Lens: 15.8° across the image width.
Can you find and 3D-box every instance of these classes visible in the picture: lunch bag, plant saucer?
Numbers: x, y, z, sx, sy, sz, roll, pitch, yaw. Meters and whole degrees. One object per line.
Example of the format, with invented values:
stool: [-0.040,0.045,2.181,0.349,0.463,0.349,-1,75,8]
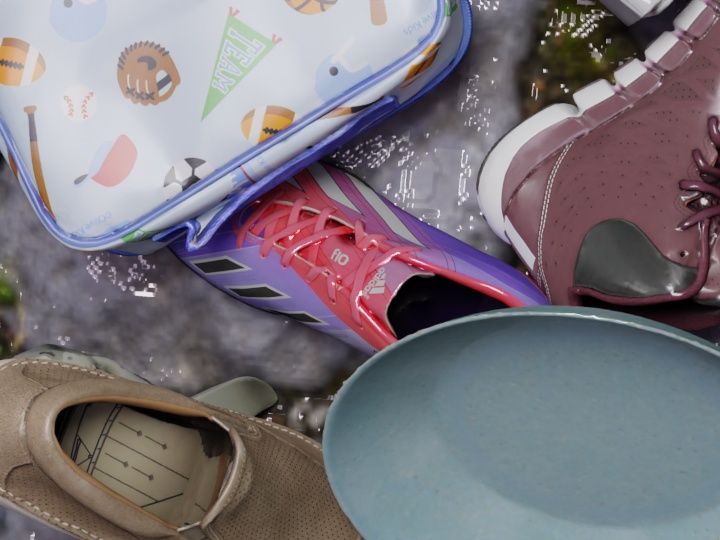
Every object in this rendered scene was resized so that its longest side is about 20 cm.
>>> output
lunch bag: [-0.064,-0.099,1.033,0.200,0.076,0.161,-31,84,10]
plant saucer: [0.087,0.069,0.979,0.200,0.201,0.039,1,49,16]

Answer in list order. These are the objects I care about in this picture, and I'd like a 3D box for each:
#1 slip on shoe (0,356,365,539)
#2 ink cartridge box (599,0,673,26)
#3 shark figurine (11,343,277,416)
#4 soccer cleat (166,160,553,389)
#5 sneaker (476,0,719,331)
slip on shoe: [-0.061,0.082,0.996,0.060,0.200,0.076,-6,63,50]
ink cartridge box: [0.081,-0.211,0.998,0.200,0.084,0.145,42,93,-1]
shark figurine: [-0.091,0.124,1.072,0.089,0.128,0.215,-4,102,40]
soccer cleat: [0.000,0.000,1.046,0.200,0.073,0.068,26,92,16]
sneaker: [0.147,-0.043,0.995,0.200,0.076,0.116,-38,53,17]
